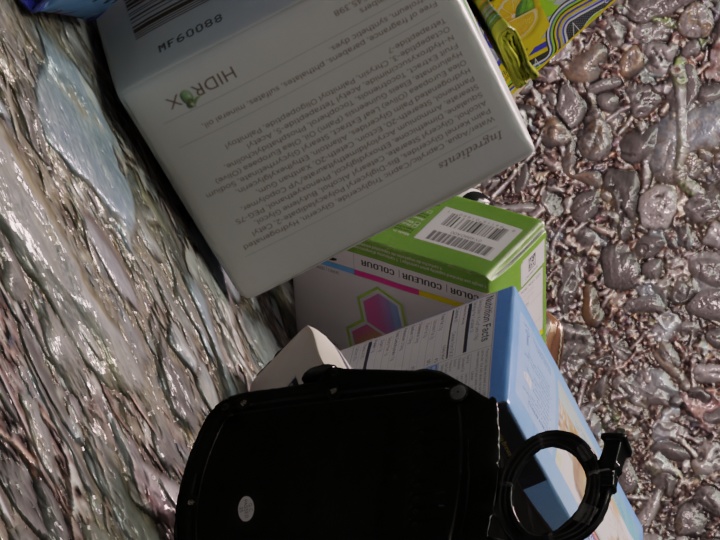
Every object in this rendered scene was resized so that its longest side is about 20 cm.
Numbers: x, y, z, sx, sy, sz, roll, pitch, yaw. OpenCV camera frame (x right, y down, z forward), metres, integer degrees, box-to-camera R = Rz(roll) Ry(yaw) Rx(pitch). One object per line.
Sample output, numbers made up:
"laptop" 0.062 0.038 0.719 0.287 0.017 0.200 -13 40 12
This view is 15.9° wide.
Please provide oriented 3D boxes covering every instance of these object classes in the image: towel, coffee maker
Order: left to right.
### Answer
"towel" 0.052 -0.209 1.581 0.201 0.018 0.086 62 2 21
"coffee maker" 0.040 0.144 1.117 0.191 0.135 0.200 14 -24 32

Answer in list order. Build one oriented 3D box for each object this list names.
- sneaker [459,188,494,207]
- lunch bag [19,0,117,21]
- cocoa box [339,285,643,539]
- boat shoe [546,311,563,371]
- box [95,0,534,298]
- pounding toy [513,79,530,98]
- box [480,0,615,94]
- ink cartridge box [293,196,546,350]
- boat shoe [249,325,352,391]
"sneaker" 0.089 0.047 1.762 0.073 0.112 0.201 23 80 -53
"lunch bag" -0.095 -0.219 1.372 0.094 0.199 0.151 63 7 -1
"cocoa box" 0.074 0.138 1.534 0.200 0.131 0.134 61 19 -25
"boat shoe" 0.111 0.116 1.833 0.076 0.072 0.201 44 -53 46
"box" -0.035 -0.134 1.517 0.172 0.199 0.199 61 5 -37
"pounding toy" 0.021 -0.154 1.767 0.200 0.184 0.142 23 -24 45
"box" 0.067 -0.146 1.658 0.070 0.200 0.064 50 -4 -39
"ink cartridge box" 0.039 0.051 1.641 0.076 0.147 0.201 -42 140 -45
"boat shoe" -0.001 0.100 1.347 0.093 0.075 0.200 40 13 -17
